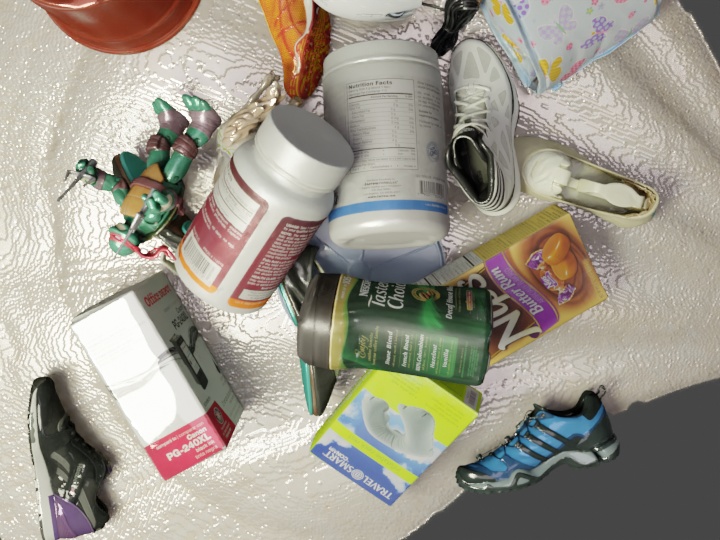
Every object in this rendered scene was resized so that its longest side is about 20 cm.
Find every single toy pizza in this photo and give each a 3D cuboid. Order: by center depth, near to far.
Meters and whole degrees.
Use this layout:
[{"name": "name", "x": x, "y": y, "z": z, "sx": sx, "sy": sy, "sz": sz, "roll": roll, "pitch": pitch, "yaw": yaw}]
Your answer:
[{"name": "toy pizza", "x": 0.000, "y": 0.000, "z": 1.105, "sx": 0.199, "sy": 0.032, "sz": 0.201, "roll": 0, "pitch": 99, "yaw": 2}]

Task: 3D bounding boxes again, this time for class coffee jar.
[{"name": "coffee jar", "x": 0.035, "y": 0.058, "z": 0.987, "sx": 0.199, "sy": 0.104, "sz": 0.086, "roll": 5, "pitch": 122, "yaw": 3}]

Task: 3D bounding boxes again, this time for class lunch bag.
[{"name": "lunch bag", "x": 0.213, "y": -0.308, "z": 1.011, "sx": 0.169, "sy": 0.127, "sz": 0.200, "roll": -34, "pitch": 122, "yaw": 4}]

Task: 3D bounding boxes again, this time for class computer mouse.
[{"name": "computer mouse", "x": 0.024, "y": -0.280, "z": 1.004, "sx": 0.199, "sy": 0.110, "sz": 0.044, "roll": 12, "pitch": 75, "yaw": -16}]

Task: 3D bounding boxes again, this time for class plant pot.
[{"name": "plant pot", "x": -0.273, "y": -0.330, "z": 0.976, "sx": 0.200, "sy": 0.195, "sz": 0.202, "roll": 0, "pitch": 99, "yaw": 0}]

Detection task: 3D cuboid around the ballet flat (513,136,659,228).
[{"name": "ballet flat", "x": 0.244, "y": -0.101, "z": 1.072, "sx": 0.199, "sy": 0.069, "sz": 0.070, "roll": 18, "pitch": 98, "yaw": -2}]

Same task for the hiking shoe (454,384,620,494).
[{"name": "hiking shoe", "x": 0.201, "y": 0.202, "z": 1.121, "sx": 0.199, "sy": 0.074, "sz": 0.087, "roll": -16, "pitch": 91, "yaw": -7}]

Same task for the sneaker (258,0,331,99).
[{"name": "sneaker", "x": -0.077, "y": -0.289, "z": 1.055, "sx": 0.077, "sy": 0.073, "sz": 0.201, "roll": 0, "pitch": 94, "yaw": 21}]

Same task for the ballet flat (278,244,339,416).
[{"name": "ballet flat", "x": -0.049, "y": 0.064, "z": 1.069, "sx": 0.068, "sy": 0.068, "sz": 0.201, "roll": -15, "pitch": 99, "yaw": -6}]

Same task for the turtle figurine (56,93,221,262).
[{"name": "turtle figurine", "x": -0.227, "y": -0.088, "z": 0.989, "sx": 0.149, "sy": 0.101, "sz": 0.200, "roll": 14, "pitch": 66, "yaw": 29}]

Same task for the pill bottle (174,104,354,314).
[{"name": "pill bottle", "x": -0.098, "y": -0.062, "z": 0.969, "sx": 0.114, "sy": 0.114, "sz": 0.200, "roll": 35, "pitch": 119, "yaw": -5}]

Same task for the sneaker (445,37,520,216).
[{"name": "sneaker", "x": 0.129, "y": -0.163, "z": 1.022, "sx": 0.075, "sy": 0.115, "sz": 0.201, "roll": -11, "pitch": 85, "yaw": 17}]

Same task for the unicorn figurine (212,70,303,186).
[{"name": "unicorn figurine", "x": -0.121, "y": -0.135, "z": 1.045, "sx": 0.074, "sy": 0.200, "sz": 0.138, "roll": 33, "pitch": 79, "yaw": 17}]

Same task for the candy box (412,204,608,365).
[{"name": "candy box", "x": 0.165, "y": 0.026, "z": 1.077, "sx": 0.200, "sy": 0.056, "sz": 0.117, "roll": -30, "pitch": 109, "yaw": 0}]

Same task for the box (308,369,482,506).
[{"name": "box", "x": 0.032, "y": 0.182, "z": 1.090, "sx": 0.122, "sy": 0.048, "sz": 0.200, "roll": 35, "pitch": 119, "yaw": -5}]

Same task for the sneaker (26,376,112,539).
[{"name": "sneaker", "x": -0.343, "y": 0.218, "z": 1.130, "sx": 0.087, "sy": 0.076, "sz": 0.201, "roll": -7, "pitch": 102, "yaw": -14}]

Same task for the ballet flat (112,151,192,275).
[{"name": "ballet flat", "x": -0.219, "y": -0.043, "z": 1.078, "sx": 0.200, "sy": 0.068, "sz": 0.068, "roll": 44, "pitch": 110, "yaw": -5}]

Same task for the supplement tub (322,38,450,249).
[{"name": "supplement tub", "x": 0.027, "y": -0.129, "z": 1.014, "sx": 0.131, "sy": 0.132, "sz": 0.201, "roll": -3, "pitch": 81, "yaw": 1}]

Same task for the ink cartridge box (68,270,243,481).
[{"name": "ink cartridge box", "x": -0.223, "y": 0.111, "z": 1.065, "sx": 0.083, "sy": 0.145, "sz": 0.200, "roll": -28, "pitch": 97, "yaw": 5}]
